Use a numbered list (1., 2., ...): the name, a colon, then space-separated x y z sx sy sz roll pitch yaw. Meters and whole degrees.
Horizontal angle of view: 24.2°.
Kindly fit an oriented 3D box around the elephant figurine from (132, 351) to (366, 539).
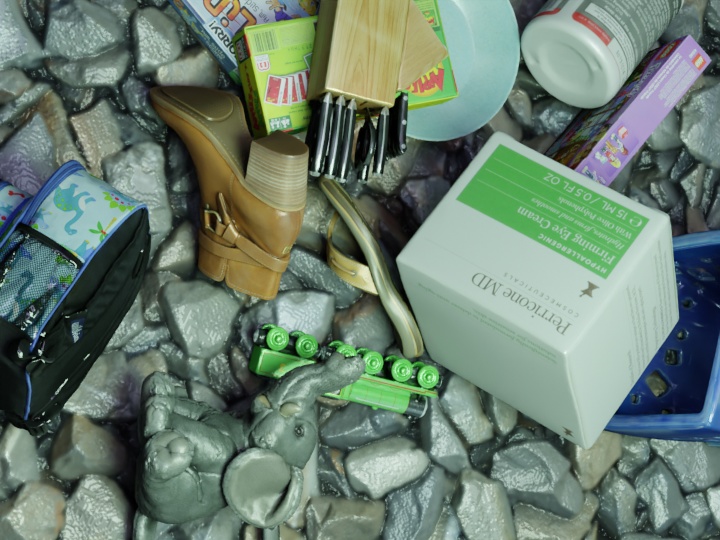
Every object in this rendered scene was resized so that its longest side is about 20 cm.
1. elephant figurine: -0.101 0.163 1.515 0.198 0.156 0.143 3 61 -12

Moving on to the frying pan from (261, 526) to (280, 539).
1. frying pan: -0.096 0.320 1.562 0.114 0.031 0.192 -25 91 -22

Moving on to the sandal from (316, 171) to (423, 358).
1. sandal: 0.000 0.000 1.616 0.054 0.080 0.202 -25 98 1

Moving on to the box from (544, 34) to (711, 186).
1. box: 0.251 -0.144 1.687 0.039 0.137 0.200 45 71 -12

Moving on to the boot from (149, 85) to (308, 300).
1. boot: -0.130 -0.076 1.559 0.076 0.199 0.157 -27 137 -49

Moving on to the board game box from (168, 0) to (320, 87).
1. board game box: -0.130 -0.297 1.607 0.135 0.034 0.200 -45 101 -19

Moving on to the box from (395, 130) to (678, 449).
1. box: 0.169 0.019 1.568 0.198 0.201 0.172 30 70 27

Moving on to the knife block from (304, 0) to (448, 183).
1. knife block: -0.017 -0.185 1.534 0.175 0.064 0.201 -36 98 -19

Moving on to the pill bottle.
1. pill bottle: 0.260 -0.271 1.710 0.114 0.114 0.200 46 64 -11

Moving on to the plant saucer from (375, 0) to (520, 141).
1. plant saucer: 0.063 -0.227 1.674 0.199 0.039 0.204 2 84 -20

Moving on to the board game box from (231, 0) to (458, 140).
1. board game box: -0.014 -0.194 1.595 0.198 0.048 0.103 -13 91 -20

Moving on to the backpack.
1. backpack: -0.277 0.007 1.444 0.146 0.183 0.201 32 63 6

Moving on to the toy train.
1. toy train: -0.014 0.099 1.612 0.198 0.042 0.057 16 89 -19

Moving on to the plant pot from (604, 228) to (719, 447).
1. plant pot: 0.371 0.082 1.686 0.178 0.199 0.202 17 78 -26
